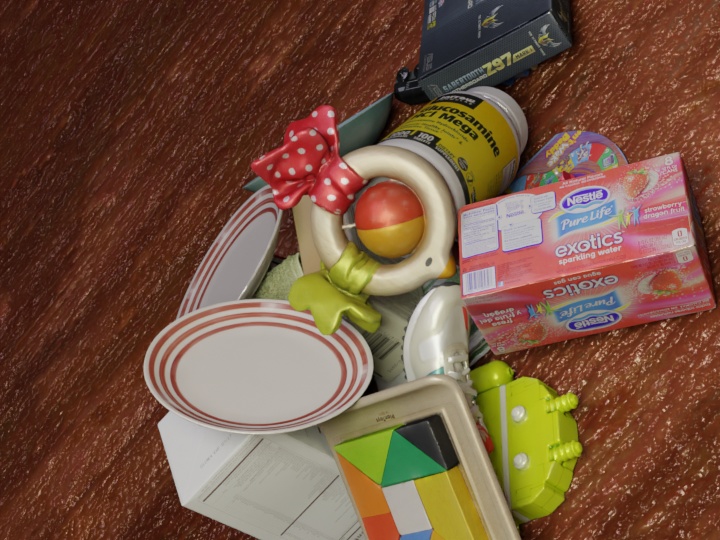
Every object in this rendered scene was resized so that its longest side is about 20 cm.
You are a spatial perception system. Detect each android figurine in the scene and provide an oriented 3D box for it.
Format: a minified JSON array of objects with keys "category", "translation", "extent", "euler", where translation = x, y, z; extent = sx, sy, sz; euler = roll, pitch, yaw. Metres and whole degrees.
[{"category":"android figurine","translation":[0.114,0.167,1.250],"extent":[0.199,0.041,0.184],"euler":[-27,47,37]}]

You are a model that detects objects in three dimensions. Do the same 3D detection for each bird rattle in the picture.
[{"category":"bird rattle","translation":[0.003,-0.047,1.233],"extent":[0.161,0.113,0.202],"euler":[-9,88,13]}]

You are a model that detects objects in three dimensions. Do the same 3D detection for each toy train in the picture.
[{"category":"toy train","translation":[0.110,-0.211,1.524],"extent":[0.199,0.034,0.046],"euler":[-8,60,45]}]

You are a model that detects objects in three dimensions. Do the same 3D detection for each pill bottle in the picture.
[{"category":"pill bottle","translation":[0.082,-0.100,1.329],"extent":[0.112,0.113,0.200],"euler":[-22,13,37]}]

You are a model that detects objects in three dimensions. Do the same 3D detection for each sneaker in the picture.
[{"category":"sneaker","translation":[0.082,0.114,1.208],"extent":[0.093,0.070,0.202],"euler":[21,105,42]}]

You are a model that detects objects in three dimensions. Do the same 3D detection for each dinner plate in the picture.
[{"category":"dinner plate","translation":[-0.088,0.086,1.225],"extent":[0.200,0.198,0.024],"euler":[-131,37,-51]},{"category":"dinner plate","translation":[-0.131,0.001,1.465],"extent":[0.200,0.024,0.201],"euler":[-49,23,28]}]

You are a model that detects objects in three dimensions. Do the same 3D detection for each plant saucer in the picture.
[{"category":"plant saucer","translation":[-0.038,-0.130,1.572],"extent":[0.200,0.039,0.201],"euler":[-33,6,4]}]

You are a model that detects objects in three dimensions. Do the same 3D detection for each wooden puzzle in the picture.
[{"category":"wooden puzzle","translation":[0.049,0.195,1.179],"extent":[0.184,0.037,0.202],"euler":[-24,92,49]}]

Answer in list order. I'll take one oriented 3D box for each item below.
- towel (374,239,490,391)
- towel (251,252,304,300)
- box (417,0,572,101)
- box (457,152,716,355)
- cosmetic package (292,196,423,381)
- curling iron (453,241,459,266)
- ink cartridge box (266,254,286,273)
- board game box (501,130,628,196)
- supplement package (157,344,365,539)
[{"category":"towel","translation":[0.062,0.041,1.404],"extent":[0.149,0.031,0.201],"euler":[-44,37,22]},{"category":"towel","translation":[-0.102,0.090,1.432],"extent":[0.200,0.036,0.149],"euler":[-46,45,32]},{"category":"box","translation":[0.139,-0.267,1.469],"extent":[0.157,0.051,0.201],"euler":[-24,35,25]},{"category":"box","translation":[0.189,-0.012,1.199],"extent":[0.198,0.095,0.103],"euler":[-14,52,18]},{"category":"cosmetic package","translation":[0.000,0.000,1.397],"extent":[0.071,0.105,0.201],"euler":[-42,36,25]},{"category":"curling iron","translation":[0.104,-0.023,1.351],"extent":[0.050,0.025,0.200],"euler":[-56,41,7]},{"category":"ink cartridge box","translation":[-0.098,0.050,1.527],"extent":[0.199,0.067,0.117],"euler":[29,100,52]},{"category":"board game box","translation":[0.163,-0.055,1.347],"extent":[0.200,0.039,0.159],"euler":[-44,39,17]},{"category":"supplement package","translation":[-0.070,0.177,1.314],"extent":[0.114,0.199,0.110],"euler":[-45,39,15]}]
